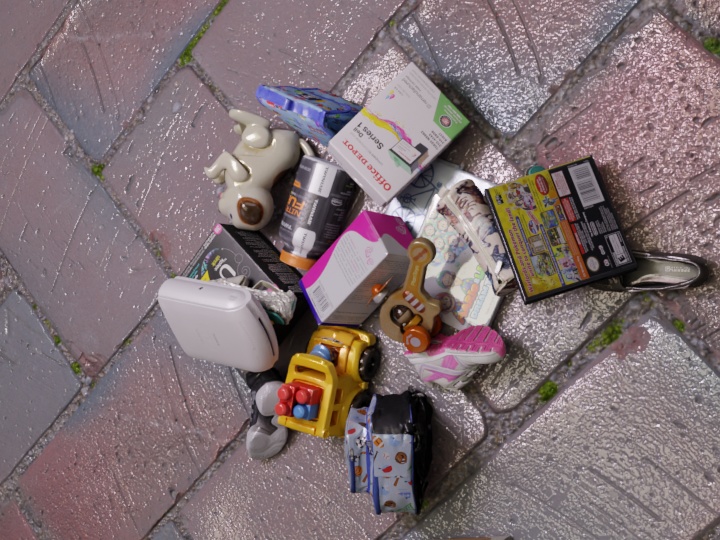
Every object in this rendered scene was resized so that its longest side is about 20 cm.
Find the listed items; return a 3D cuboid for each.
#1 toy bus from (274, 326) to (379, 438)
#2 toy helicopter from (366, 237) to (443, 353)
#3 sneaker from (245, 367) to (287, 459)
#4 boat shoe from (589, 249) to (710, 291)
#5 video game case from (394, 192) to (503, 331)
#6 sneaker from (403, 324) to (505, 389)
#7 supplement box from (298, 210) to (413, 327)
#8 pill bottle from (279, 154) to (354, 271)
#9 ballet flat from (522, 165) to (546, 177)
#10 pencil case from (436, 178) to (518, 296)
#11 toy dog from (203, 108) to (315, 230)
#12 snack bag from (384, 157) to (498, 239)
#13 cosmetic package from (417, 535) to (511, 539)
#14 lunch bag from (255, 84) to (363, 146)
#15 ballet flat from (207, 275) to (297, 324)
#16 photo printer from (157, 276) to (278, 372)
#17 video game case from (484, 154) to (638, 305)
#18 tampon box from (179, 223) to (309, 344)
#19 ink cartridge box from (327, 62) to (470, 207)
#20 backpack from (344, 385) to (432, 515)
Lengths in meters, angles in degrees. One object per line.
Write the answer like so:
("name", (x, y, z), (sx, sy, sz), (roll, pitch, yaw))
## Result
("toy bus", (-0.074, 0.196, 1.687), (0.136, 0.192, 0.200), (13, 93, 30))
("toy helicopter", (0.078, 0.032, 1.599), (0.132, 0.079, 0.200), (20, 120, 15))
("sneaker", (-0.179, 0.258, 1.810), (0.114, 0.075, 0.200), (-113, 31, -49))
("boat shoe", (0.438, 0.000, 1.489), (0.200, 0.057, 0.067), (-1, 88, 29))
("video game case", (0.169, -0.007, 1.637), (0.182, 0.024, 0.200), (27, 104, 23))
("sneaker", (0.169, 0.152, 1.612), (0.200, 0.081, 0.088), (-12, 110, 49))
("supplement box", (0.000, 0.000, 1.675), (0.200, 0.103, 0.101), (-47, 55, 32))
("pill bottle", (-0.085, -0.102, 1.751), (0.106, 0.106, 0.200), (22, 99, 27))
("ballet flat", (0.323, -0.078, 1.557), (0.072, 0.072, 0.200), (-39, 68, 22))
("pencil case", (0.201, -0.055, 1.559), (0.078, 0.089, 0.200), (-39, 74, 22))
("toy dog", (-0.197, -0.173, 1.800), (0.194, 0.140, 0.200), (18, 82, -8))
("snack bag", (0.138, -0.099, 1.677), (0.200, 0.021, 0.189), (24, 100, 24))
("cosmetic package", (0.158, 0.509, 1.614), (0.200, 0.071, 0.105), (-13, 82, 28))
("lunch bag", (-0.085, -0.276, 1.703), (0.150, 0.200, 0.094), (28, 102, 26))
("ballet flat", (-0.197, 0.045, 1.696), (0.200, 0.072, 0.072), (15, 95, 24))
("photo printer", (-0.239, 0.096, 1.664), (0.200, 0.069, 0.167), (9, 136, 30))
("video game case", (0.310, -0.065, 1.498), (0.181, 0.026, 0.200), (-17, 70, 2))
("tampon box", (-0.212, 0.032, 1.803), (0.200, 0.126, 0.150), (45, 109, 22))
("ink cartridge box", (0.062, -0.227, 1.626), (0.200, 0.084, 0.145), (-44, 91, -4))
("backpack", (0.048, 0.315, 1.615), (0.154, 0.200, 0.191), (-9, 99, 9))
